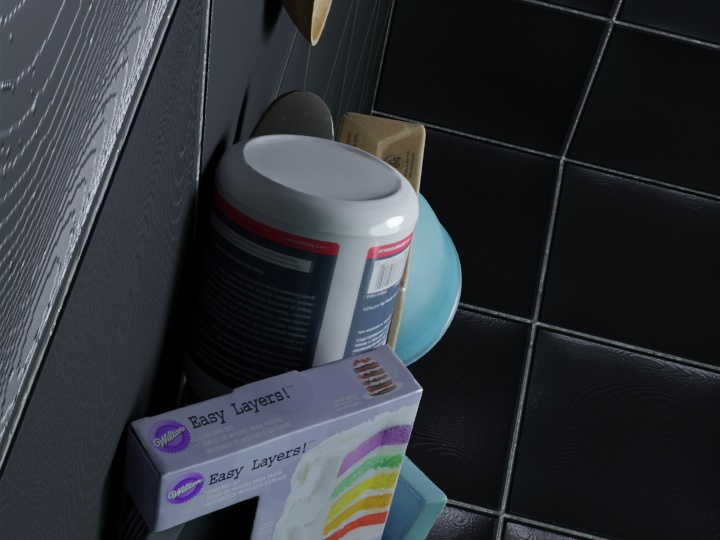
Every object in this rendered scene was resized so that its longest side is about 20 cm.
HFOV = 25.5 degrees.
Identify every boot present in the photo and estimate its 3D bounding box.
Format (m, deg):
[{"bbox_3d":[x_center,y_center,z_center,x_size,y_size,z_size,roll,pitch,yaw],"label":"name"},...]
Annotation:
[{"bbox_3d":[-0.074,-0.049,1.200,0.076,0.073,0.201,-115,-141,-61],"label":"boot"}]

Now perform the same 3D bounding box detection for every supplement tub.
[{"bbox_3d":[-0.046,0.021,1.088,0.141,0.139,0.202,-74,178,-67],"label":"supplement tub"}]

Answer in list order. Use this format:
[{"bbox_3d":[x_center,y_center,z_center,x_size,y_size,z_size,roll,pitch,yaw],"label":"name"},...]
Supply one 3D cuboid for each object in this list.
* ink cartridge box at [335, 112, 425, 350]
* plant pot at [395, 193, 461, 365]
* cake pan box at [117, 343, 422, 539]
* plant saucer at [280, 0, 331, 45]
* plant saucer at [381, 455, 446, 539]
[{"bbox_3d":[0.000,0.000,1.280,0.201,0.074,0.166,-82,-178,-47],"label":"ink cartridge box"},{"bbox_3d":[-0.010,-0.022,1.548,0.188,0.198,0.202,67,35,-65],"label":"plant pot"},{"bbox_3d":[-0.067,0.149,1.025,0.052,0.199,0.185,49,-39,37],"label":"cake pan box"},{"bbox_3d":[-0.028,-0.270,1.181,0.200,0.035,0.202,13,90,-89],"label":"plant saucer"},{"bbox_3d":[-0.019,0.132,1.173,0.019,0.200,0.070,8,118,-48],"label":"plant saucer"}]
